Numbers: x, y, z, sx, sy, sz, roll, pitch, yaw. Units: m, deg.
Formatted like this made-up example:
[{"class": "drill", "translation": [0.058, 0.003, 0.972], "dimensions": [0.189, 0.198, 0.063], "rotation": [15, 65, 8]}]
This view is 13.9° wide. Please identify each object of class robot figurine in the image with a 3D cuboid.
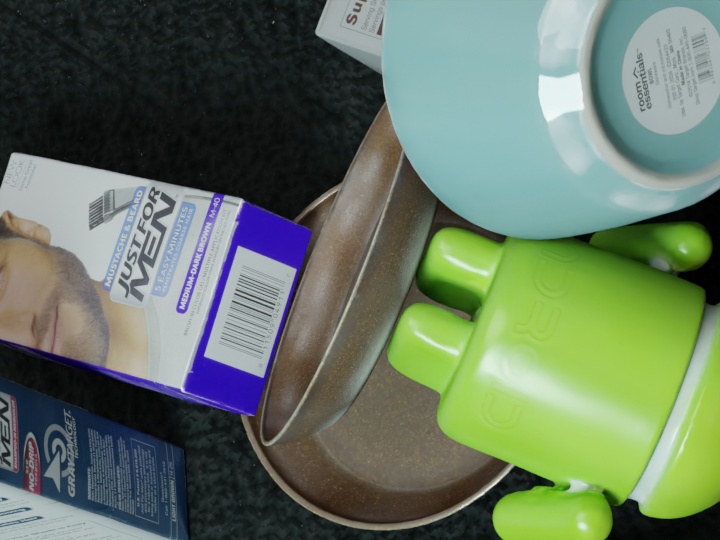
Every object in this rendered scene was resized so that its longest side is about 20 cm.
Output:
[{"class": "robot figurine", "translation": [0.116, 0.050, 1.453], "dimensions": [0.199, 0.116, 0.176], "rotation": [21, 70, 0]}]

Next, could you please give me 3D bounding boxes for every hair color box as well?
[{"class": "hair color box", "translation": [-0.128, 0.005, 1.634], "dimensions": [0.200, 0.065, 0.110], "rotation": [11, 82, 46]}, {"class": "hair color box", "translation": [-0.185, 0.110, 1.578], "dimensions": [0.100, 0.200, 0.061], "rotation": [-13, 70, 25]}]

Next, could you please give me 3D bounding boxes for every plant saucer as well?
[{"class": "plant saucer", "translation": [0.027, 0.042, 1.576], "dimensions": [0.200, 0.037, 0.201], "rotation": [-8, 73, 27]}, {"class": "plant saucer", "translation": [0.000, 0.000, 1.498], "dimensions": [0.032, 0.200, 0.201], "rotation": [21, 86, -9]}]

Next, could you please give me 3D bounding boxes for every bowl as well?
[{"class": "bowl", "translation": [0.121, -0.104, 1.360], "dimensions": [0.105, 0.200, 0.201], "rotation": [20, 86, 58]}]

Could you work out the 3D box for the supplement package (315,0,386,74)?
[{"class": "supplement package", "translation": [0.101, -0.134, 1.537], "dimensions": [0.199, 0.117, 0.118], "rotation": [21, 89, 32]}]
